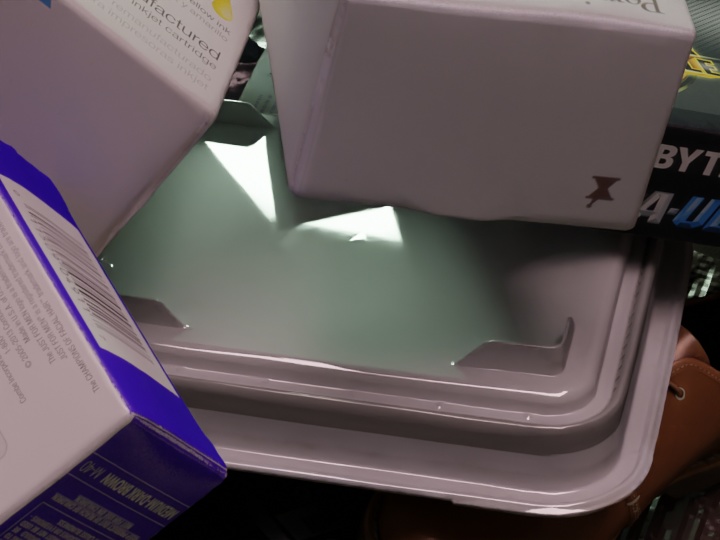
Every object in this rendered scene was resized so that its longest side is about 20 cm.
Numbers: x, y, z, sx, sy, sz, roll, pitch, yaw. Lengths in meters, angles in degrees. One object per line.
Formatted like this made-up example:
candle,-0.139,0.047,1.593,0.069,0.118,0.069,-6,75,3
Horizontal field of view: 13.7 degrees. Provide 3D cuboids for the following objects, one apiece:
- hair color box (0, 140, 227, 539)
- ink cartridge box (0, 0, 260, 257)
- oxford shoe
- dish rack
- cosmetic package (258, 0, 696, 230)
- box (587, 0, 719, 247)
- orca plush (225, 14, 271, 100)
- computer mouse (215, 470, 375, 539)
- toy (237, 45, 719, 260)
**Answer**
hair color box,-0.147,0.066,0.798,0.200,0.065,0.110,-37,61,6
ink cartridge box,-0.111,-0.088,0.919,0.128,0.125,0.200,37,28,-13
oxford shoe,0.074,0.049,0.956,0.071,0.071,0.200,44,44,17
dish rack,0.000,0.000,0.934,0.199,0.044,0.172,7,36,10
cosmetic package,0.023,-0.104,0.871,0.101,0.072,0.201,5,39,-14
box,0.117,-0.071,0.976,0.199,0.046,0.159,8,38,-21
orca plush,-0.073,-0.079,1.094,0.199,0.071,0.106,2,45,-5
computer mouse,0.001,0.128,0.904,0.200,0.046,0.140,45,37,22
toy,0.063,-0.055,1.030,0.199,0.115,0.047,19,76,-6
